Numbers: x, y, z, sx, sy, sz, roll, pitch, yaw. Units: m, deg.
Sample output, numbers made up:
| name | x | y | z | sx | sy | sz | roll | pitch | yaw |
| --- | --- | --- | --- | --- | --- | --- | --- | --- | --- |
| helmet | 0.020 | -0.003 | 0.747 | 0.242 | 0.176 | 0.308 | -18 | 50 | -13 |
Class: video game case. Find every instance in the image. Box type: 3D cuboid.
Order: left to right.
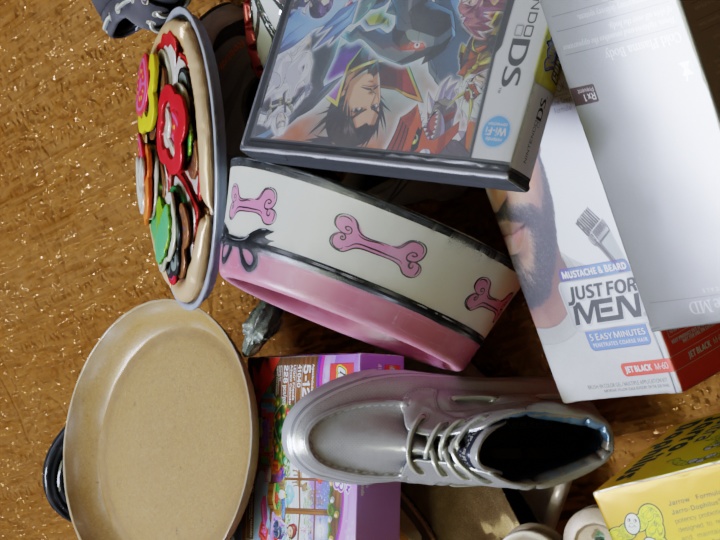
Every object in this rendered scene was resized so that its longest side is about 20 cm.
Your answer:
| name | x | y | z | sx | sy | sz | roll | pitch | yaw |
| --- | --- | --- | --- | --- | --- | --- | --- | --- | --- |
| video game case | 0.034 | -0.142 | 1.357 | 0.199 | 0.025 | 0.182 | 8 | 77 | 38 |

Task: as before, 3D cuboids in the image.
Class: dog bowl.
| name | x | y | z | sx | sy | sz | roll | pitch | yaw |
| --- | --- | --- | --- | --- | --- | --- | --- | --- | --- |
| dog bowl | 0.000 | 0.000 | 1.471 | 0.199 | 0.199 | 0.074 | 17 | 84 | 47 |

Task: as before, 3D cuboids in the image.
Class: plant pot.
| name | x | y | z | sx | sy | sz | roll | pitch | yaw |
| --- | --- | --- | --- | --- | --- | --- | --- | --- | --- |
| plant pot | -0.133 | 0.121 | 1.626 | 0.199 | 0.027 | 0.202 | -11 | 75 | 43 |

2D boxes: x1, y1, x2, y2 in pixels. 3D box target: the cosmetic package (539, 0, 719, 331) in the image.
| name | x | y | z | sx | sy | sz | roll | pitch | yaw |
| --- | --- | --- | --- | --- | --- | --- | --- | --- | --- |
| cosmetic package | 0.185 | -0.075 | 1.275 | 0.106 | 0.090 | 0.201 | -13 | 98 | 52 |

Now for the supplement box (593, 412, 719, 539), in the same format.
| name | x | y | z | sx | sy | sz | roll | pitch | yaw |
| --- | --- | --- | --- | --- | --- | --- | --- | --- | --- |
| supplement box | 0.232 | 0.186 | 1.335 | 0.109 | 0.109 | 0.201 | -18 | 96 | 36 |

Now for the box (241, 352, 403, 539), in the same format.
| name | x | y | z | sx | sy | sz | roll | pitch | yaw |
| --- | --- | --- | --- | --- | --- | --- | --- | --- | --- |
| box | -0.027 | 0.156 | 1.552 | 0.136 | 0.039 | 0.202 | -6 | 81 | 54 |

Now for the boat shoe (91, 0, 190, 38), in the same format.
| name | x | y | z | sx | sy | sz | roll | pitch | yaw |
| --- | --- | --- | --- | --- | --- | --- | --- | --- | --- |
| boat shoe | -0.134 | -0.195 | 1.635 | 0.200 | 0.072 | 0.063 | 3 | 109 | 61 |

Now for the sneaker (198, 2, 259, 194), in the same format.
| name | x | y | z | sx | sy | sz | roll | pitch | yaw |
| --- | --- | --- | --- | --- | --- | --- | --- | --- | --- |
| sneaker | -0.083 | -0.082 | 1.642 | 0.079 | 0.074 | 0.201 | 30 | 133 | 33 |

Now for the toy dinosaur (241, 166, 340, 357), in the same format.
| name | x | y | z | sx | sy | sz | roll | pitch | yaw |
| --- | --- | --- | --- | --- | --- | --- | --- | --- | --- |
| toy dinosaur | -0.040 | -0.040 | 1.588 | 0.047 | 0.088 | 0.202 | 5 | 90 | 30 |

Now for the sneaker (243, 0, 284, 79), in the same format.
| name | x | y | z | sx | sy | sz | roll | pitch | yaw |
| --- | --- | --- | --- | --- | --- | --- | --- | --- | --- |
| sneaker | -0.034 | -0.177 | 1.514 | 0.098 | 0.071 | 0.202 | -3 | 107 | 56 |

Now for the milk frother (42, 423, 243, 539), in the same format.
| name | x | y | z | sx | sy | sz | roll | pitch | yaw |
| --- | --- | --- | --- | --- | --- | --- | --- | --- | --- |
| milk frother | -0.108 | 0.166 | 1.700 | 0.188 | 0.199 | 0.182 | 158 | 99 | -69 |

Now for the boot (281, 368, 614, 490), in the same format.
| name | x | y | z | sx | sy | sz | roll | pitch | yaw |
| --- | --- | --- | --- | --- | --- | --- | --- | --- | --- |
| boot | 0.055 | 0.099 | 1.449 | 0.096 | 0.198 | 0.074 | -152 | 57 | -78 |

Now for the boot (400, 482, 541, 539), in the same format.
| name | x | y | z | sx | sy | sz | roll | pitch | yaw |
| --- | --- | --- | --- | --- | --- | --- | --- | --- | --- |
| boot | 0.057 | 0.132 | 1.556 | 0.075 | 0.073 | 0.201 | -46 | 61 | 24 |

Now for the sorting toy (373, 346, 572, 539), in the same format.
| name | x | y | z | sx | sy | sz | roll | pitch | yaw |
| --- | --- | --- | --- | --- | --- | --- | --- | --- | --- |
| sorting toy | 0.068 | 0.132 | 1.615 | 0.200 | 0.036 | 0.186 | 48 | 143 | 30 |

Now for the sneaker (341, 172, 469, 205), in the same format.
| name | x | y | z | sx | sy | sz | roll | pitch | yaw |
| --- | --- | --- | --- | --- | --- | --- | --- | --- | --- |
| sneaker | 0.036 | -0.115 | 1.447 | 0.074 | 0.087 | 0.201 | 38 | 137 | 36 |

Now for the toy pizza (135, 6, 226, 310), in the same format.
| name | x | y | z | sx | sy | sz | roll | pitch | yaw |
| --- | --- | --- | --- | --- | --- | --- | --- | --- | --- |
| toy pizza | -0.126 | -0.074 | 1.568 | 0.200 | 0.031 | 0.202 | 177 | 90 | -73 |

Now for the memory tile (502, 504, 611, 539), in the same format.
| name | x | y | z | sx | sy | sz | roll | pitch | yaw |
| --- | --- | --- | --- | --- | --- | --- | --- | --- | --- |
| memory tile | 0.187 | 0.210 | 1.445 | 0.199 | 0.017 | 0.154 | -16 | 98 | 31 |

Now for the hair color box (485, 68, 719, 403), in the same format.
| name | x | y | z | sx | sy | sz | roll | pitch | yaw |
| --- | --- | --- | --- | --- | --- | --- | --- | --- | --- |
| hair color box | 0.139 | -0.027 | 1.387 | 0.111 | 0.064 | 0.201 | -11 | 101 | 55 |
